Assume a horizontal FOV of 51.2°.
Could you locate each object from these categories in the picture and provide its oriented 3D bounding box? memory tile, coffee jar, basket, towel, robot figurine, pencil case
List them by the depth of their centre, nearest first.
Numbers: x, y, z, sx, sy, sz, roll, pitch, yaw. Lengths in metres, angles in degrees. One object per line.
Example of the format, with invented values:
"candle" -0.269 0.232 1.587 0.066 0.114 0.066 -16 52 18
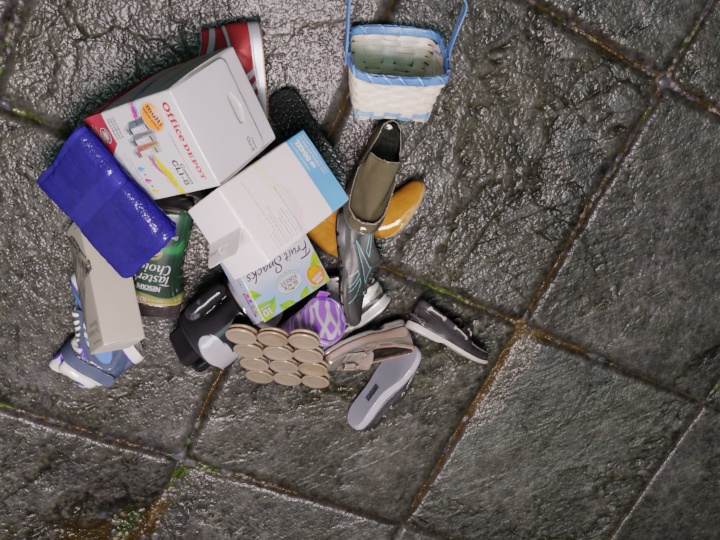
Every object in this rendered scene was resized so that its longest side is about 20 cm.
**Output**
"towel" -0.364 -0.096 1.089 0.147 0.050 0.201 -32 102 38
"basket" 0.053 -0.327 1.118 0.173 0.141 0.201 2 143 -12
"coffee jar" -0.330 -0.019 1.218 0.102 0.086 0.203 7 112 -13
"memory tile" -0.129 0.141 1.221 0.150 0.017 0.201 4 148 7
"robot figurine" -0.224 0.081 1.263 0.199 0.150 0.125 -38 100 5
"pencil case" -0.103 0.109 1.266 0.083 0.087 0.199 14 152 -32

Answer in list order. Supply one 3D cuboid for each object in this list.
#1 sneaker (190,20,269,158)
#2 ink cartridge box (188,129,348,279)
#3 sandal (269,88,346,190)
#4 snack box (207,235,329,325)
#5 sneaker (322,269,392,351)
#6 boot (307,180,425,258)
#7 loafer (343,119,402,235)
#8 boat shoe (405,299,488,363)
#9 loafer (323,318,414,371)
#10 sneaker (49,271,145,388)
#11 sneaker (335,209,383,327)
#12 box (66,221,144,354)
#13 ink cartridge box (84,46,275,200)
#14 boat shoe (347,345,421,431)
"sneaker" -0.197 -0.270 1.143 0.110 0.071 0.204 -7 107 -12
"ink cartridge box" -0.144 -0.089 1.103 0.200 0.128 0.126 -40 101 -33
"sandal" -0.079 -0.194 1.201 0.074 0.048 0.203 -25 94 5
"snack box" -0.155 -0.037 1.194 0.141 0.053 0.202 -31 98 -32
"sneaker" -0.052 0.068 1.332 0.200 0.076 0.116 -38 98 10
"boot" -0.001 -0.107 1.252 0.143 0.071 0.201 37 107 -25
"loafer" 0.022 -0.153 1.183 0.074 0.070 0.203 15 69 -5
"boat shoe" 0.169 0.114 1.386 0.198 0.074 0.061 28 86 -27
"loafer" 0.017 0.142 1.319 0.198 0.063 0.072 -19 158 -37
"sneaker" -0.467 0.110 1.248 0.145 0.081 0.202 -28 121 -3
"sneaker" 0.000 0.000 1.232 0.078 0.076 0.204 -4 115 -6
"box" -0.396 0.020 1.165 0.067 0.082 0.204 -8 79 -36
"ink cartridge box" -0.254 -0.203 1.070 0.197 0.145 0.147 -6 122 38
"boat shoe" 0.057 0.227 1.416 0.066 0.070 0.201 28 103 -39
